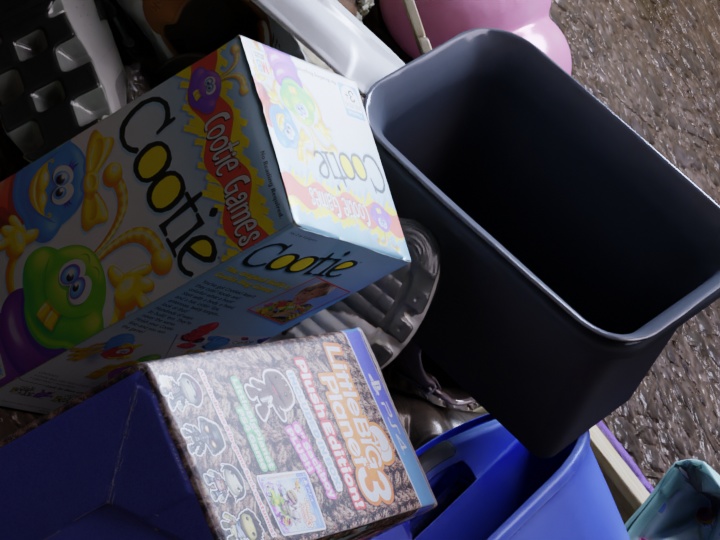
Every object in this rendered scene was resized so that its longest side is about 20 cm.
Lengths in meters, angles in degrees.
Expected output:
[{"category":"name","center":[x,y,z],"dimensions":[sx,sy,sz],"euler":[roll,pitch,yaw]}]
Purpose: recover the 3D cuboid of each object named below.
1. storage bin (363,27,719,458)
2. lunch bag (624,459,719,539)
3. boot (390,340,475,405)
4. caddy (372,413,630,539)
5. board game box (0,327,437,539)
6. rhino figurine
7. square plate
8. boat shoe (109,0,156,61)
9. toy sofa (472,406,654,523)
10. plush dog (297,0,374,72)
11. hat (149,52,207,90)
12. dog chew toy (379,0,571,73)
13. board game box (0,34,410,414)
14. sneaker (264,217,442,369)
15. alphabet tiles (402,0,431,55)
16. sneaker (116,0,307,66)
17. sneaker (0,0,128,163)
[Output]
[{"category":"storage bin","center":[0.090,-0.010,1.397],"dimensions":[0.200,0.135,0.145],"euler":[43,51,19]},{"category":"lunch bag","center":[0.223,0.236,1.612],"dimensions":[0.170,0.121,0.201],"euler":[40,50,-37]},{"category":"boot","center":[0.000,0.000,1.534],"dimensions":[0.146,0.070,0.200],"euler":[44,3,37]},{"category":"caddy","center":[0.050,0.148,1.428],"dimensions":[0.200,0.141,0.105],"euler":[-40,113,-32]},{"category":"board game box","center":[-0.087,0.109,1.236],"dimensions":[0.200,0.159,0.097],"euler":[-6,70,-62]},{"category":"rhino figurine","center":[0.033,0.110,1.558],"dimensions":[0.199,0.060,0.088],"euler":[23,44,-49]},{"category":"square plate","center":[-0.045,-0.157,1.445],"dimensions":[0.198,0.028,0.200],"euler":[43,5,14]},{"category":"boat shoe","center":[-0.159,-0.209,1.507],"dimensions":[0.200,0.068,0.074],"euler":[55,23,-27]},{"category":"toy sofa","center":[0.159,0.152,1.716],"dimensions":[0.200,0.082,0.098],"euler":[51,29,-22]},{"category":"plush dog","center":[-0.038,-0.170,1.626],"dimensions":[0.199,0.159,0.173],"euler":[17,75,-54]},{"category":"hat","center":[-0.076,-0.020,1.425],"dimensions":[0.081,0.200,0.201],"euler":[-42,106,-20]},{"category":"dog chew toy","center":[0.091,-0.150,1.845],"dimensions":[0.124,0.124,0.201],"euler":[-28,98,-63]},{"category":"board game box","center":[-0.093,-0.015,1.295],"dimensions":[0.105,0.199,0.104],"euler":[17,51,-55]},{"category":"sneaker","center":[-0.033,0.040,1.371],"dimensions":[0.075,0.200,0.085],"euler":[47,17,-1]},{"category":"alphabet tiles","center":[0.059,-0.085,1.657],"dimensions":[0.166,0.006,0.201],"euler":[-90,161,-83]},{"category":"sneaker","center":[-0.073,-0.116,1.481],"dimensions":[0.085,0.073,0.200],"euler":[47,4,36]},{"category":"sneaker","center":[-0.169,-0.126,1.425],"dimensions":[0.089,0.074,0.201],"euler":[49,23,-62]}]
